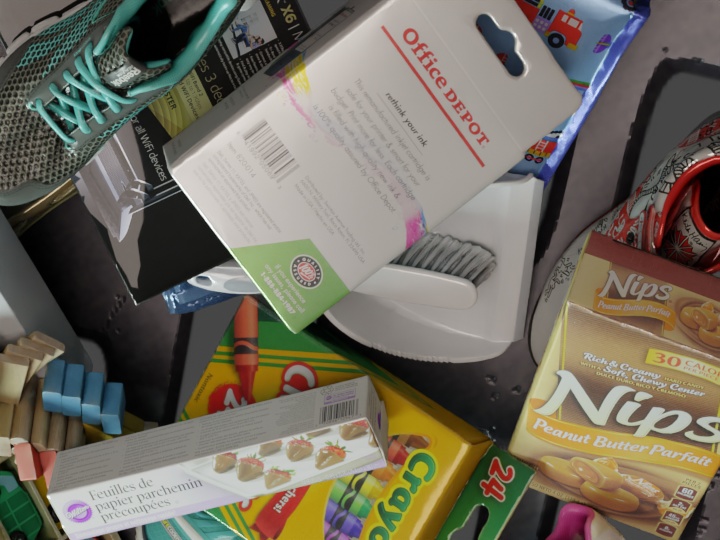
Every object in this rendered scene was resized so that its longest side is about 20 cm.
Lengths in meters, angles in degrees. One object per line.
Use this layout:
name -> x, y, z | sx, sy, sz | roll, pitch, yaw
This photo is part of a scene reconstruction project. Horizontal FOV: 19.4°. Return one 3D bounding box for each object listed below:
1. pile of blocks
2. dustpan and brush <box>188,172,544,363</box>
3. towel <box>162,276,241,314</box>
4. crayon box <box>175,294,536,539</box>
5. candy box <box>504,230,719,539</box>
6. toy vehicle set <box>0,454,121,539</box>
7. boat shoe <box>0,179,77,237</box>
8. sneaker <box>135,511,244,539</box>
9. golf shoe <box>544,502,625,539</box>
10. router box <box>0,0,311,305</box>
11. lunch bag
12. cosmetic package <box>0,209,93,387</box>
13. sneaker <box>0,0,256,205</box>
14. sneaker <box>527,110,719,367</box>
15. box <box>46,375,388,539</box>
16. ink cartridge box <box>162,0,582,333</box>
pile of blocks -> -0.195, 0.087, 1.242 | 0.199, 0.063, 0.082 | 26, 139, -31
dustpan and brush -> 0.000, 0.000, 1.222 | 0.198, 0.057, 0.140 | 8, 132, 4
towel -> -0.092, -0.084, 1.235 | 0.111, 0.049, 0.202 | -21, 105, -10
crayon box -> -0.012, 0.118, 1.245 | 0.199, 0.051, 0.128 | 31, 99, 17
candy box -> 0.155, 0.070, 1.188 | 0.114, 0.056, 0.201 | 20, 147, 5
toy vehicle set -> -0.195, 0.209, 1.316 | 0.026, 0.124, 0.201 | -16, 104, 45
boat shoe -> -0.196, -0.071, 1.268 | 0.200, 0.063, 0.073 | -38, 94, 14
sneaker -> -0.045, 0.179, 1.306 | 0.198, 0.078, 0.080 | 18, 99, 6
golf shoe -> 0.081, 0.215, 1.237 | 0.199, 0.075, 0.092 | -37, 123, -20
router box -> -0.100, -0.106, 1.171 | 0.156, 0.052, 0.201 | -25, 106, 0
lunch bag -> 0.058, -0.116, 1.204 | 0.150, 0.094, 0.201 | 29, 120, 0
cosmetic package -> -0.263, 0.028, 1.259 | 0.149, 0.052, 0.201 | -3, 145, 13
sneaker -> -0.132, -0.108, 1.091 | 0.200, 0.091, 0.078 | -45, 104, 6
sneaker -> 0.160, -0.004, 1.195 | 0.067, 0.108, 0.202 | 40, 109, -2
box -> -0.081, 0.108, 1.206 | 0.198, 0.042, 0.039 | -15, 123, 13
ink cartridge box -> 0.006, -0.077, 1.130 | 0.199, 0.067, 0.117 | -37, 105, 3
